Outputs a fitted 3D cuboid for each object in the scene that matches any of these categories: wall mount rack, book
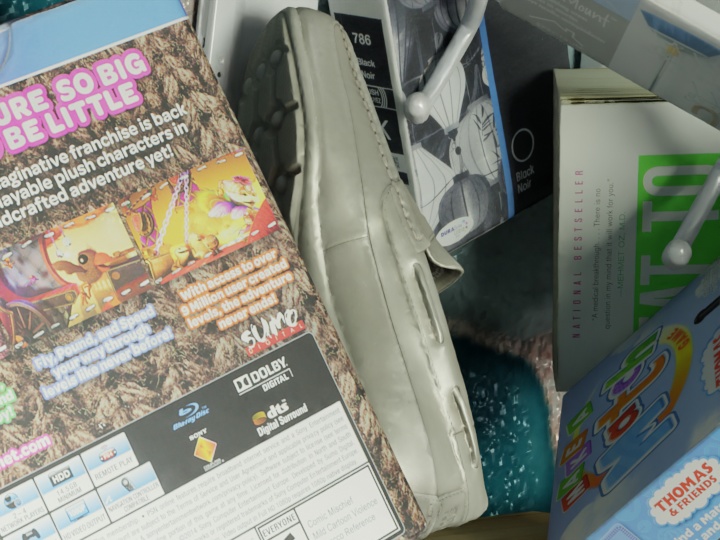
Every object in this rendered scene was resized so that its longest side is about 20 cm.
[{"bbox_3d":[0.086,-0.071,0.692,0.075,0.200,0.174,-59,175,-16],"label":"wall mount rack"},{"bbox_3d":[0.179,-0.015,0.824,0.200,0.048,0.134,-1,113,2],"label":"book"}]

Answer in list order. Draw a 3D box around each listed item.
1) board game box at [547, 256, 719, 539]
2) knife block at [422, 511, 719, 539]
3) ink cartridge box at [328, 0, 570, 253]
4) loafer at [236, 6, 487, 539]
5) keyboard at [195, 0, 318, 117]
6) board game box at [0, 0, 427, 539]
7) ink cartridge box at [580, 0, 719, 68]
[{"bbox_3d":[0.151,0.025,0.735,0.037,0.151,0.200,42,111,-9],"label":"board game box"},{"bbox_3d":[0.077,0.122,0.800,0.176,0.064,0.200,-57,133,-35],"label":"knife block"},{"bbox_3d":[0.034,-0.112,0.801,0.099,0.039,0.200,-30,119,-35],"label":"ink cartridge box"},{"bbox_3d":[0.000,0.000,0.728,0.070,0.070,0.200,-1,73,-28],"label":"loafer"},{"bbox_3d":[-0.033,-0.142,0.761,0.056,0.011,0.200,0,100,-47],"label":"keyboard"},{"bbox_3d":[-0.102,0.032,0.627,0.159,0.097,0.200,-26,91,-35],"label":"board game box"},{"bbox_3d":[0.195,-0.079,0.927,0.200,0.085,0.145,-8,106,-40],"label":"ink cartridge box"}]
